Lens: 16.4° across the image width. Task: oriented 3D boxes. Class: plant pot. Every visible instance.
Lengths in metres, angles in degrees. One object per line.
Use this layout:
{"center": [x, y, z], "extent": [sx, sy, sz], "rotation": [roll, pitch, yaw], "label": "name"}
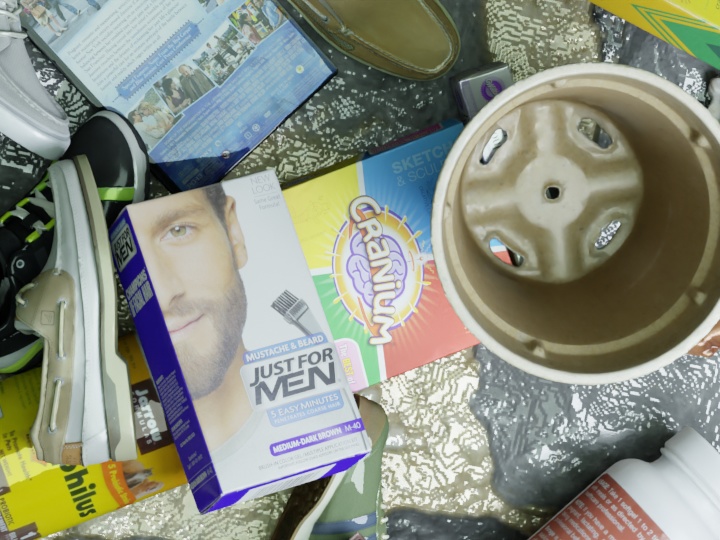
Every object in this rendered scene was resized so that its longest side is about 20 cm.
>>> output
{"center": [0.138, -0.041, 1.621], "extent": [0.200, 0.183, 0.201], "rotation": [0, 98, -3], "label": "plant pot"}

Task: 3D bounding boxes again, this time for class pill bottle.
{"center": [0.182, 0.205, 1.743], "extent": [0.200, 0.112, 0.112], "rotation": [-41, 102, -1], "label": "pill bottle"}
{"center": [-0.177, 0.108, 1.674], "extent": [0.200, 0.109, 0.109], "rotation": [-21, 100, -6], "label": "pill bottle"}

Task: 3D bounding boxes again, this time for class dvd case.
{"center": [-0.132, -0.161, 1.692], "extent": [0.143, 0.018, 0.200], "rotation": [-42, 102, -1], "label": "dvd case"}

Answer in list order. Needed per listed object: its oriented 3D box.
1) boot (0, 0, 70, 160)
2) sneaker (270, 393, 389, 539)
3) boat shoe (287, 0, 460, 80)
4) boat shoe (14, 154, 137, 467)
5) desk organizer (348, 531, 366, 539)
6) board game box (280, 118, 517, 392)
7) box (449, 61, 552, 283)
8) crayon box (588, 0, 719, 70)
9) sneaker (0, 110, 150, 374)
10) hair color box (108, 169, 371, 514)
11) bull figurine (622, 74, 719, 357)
{"center": [-0.246, -0.169, 1.630], "extent": [0.200, 0.074, 0.096], "rotation": [43, 101, -2], "label": "boot"}
{"center": [-0.009, 0.190, 1.737], "extent": [0.090, 0.067, 0.200], "rotation": [23, 98, -16], "label": "sneaker"}
{"center": [-0.015, -0.193, 1.677], "extent": [0.200, 0.076, 0.072], "rotation": [33, 91, -12], "label": "boat shoe"}
{"center": [-0.188, 0.026, 1.597], "extent": [0.068, 0.075, 0.200], "rotation": [-8, 81, -4], "label": "boat shoe"}
{"center": [0.045, 0.274, 1.710], "extent": [0.072, 0.077, 0.200], "rotation": [-45, 126, -1], "label": "desk organizer"}
{"center": [0.000, 0.000, 1.723], "extent": [0.200, 0.040, 0.153], "rotation": [-22, 100, -6], "label": "board game box"}
{"center": [0.112, -0.046, 1.736], "extent": [0.039, 0.041, 0.200], "rotation": [-20, 101, -6], "label": "box"}
{"center": [0.231, -0.218, 1.702], "extent": [0.200, 0.051, 0.127], "rotation": [27, 66, -11], "label": "crayon box"}
{"center": [-0.211, -0.017, 1.654], "extent": [0.072, 0.083, 0.200], "rotation": [29, 94, 32], "label": "sneaker"}
{"center": [-0.080, 0.045, 1.620], "extent": [0.109, 0.065, 0.200], "rotation": [-15, 77, -23], "label": "hair color box"}
{"center": [0.248, -0.034, 1.747], "extent": [0.121, 0.065, 0.200], "rotation": [-12, 93, 0], "label": "bull figurine"}
